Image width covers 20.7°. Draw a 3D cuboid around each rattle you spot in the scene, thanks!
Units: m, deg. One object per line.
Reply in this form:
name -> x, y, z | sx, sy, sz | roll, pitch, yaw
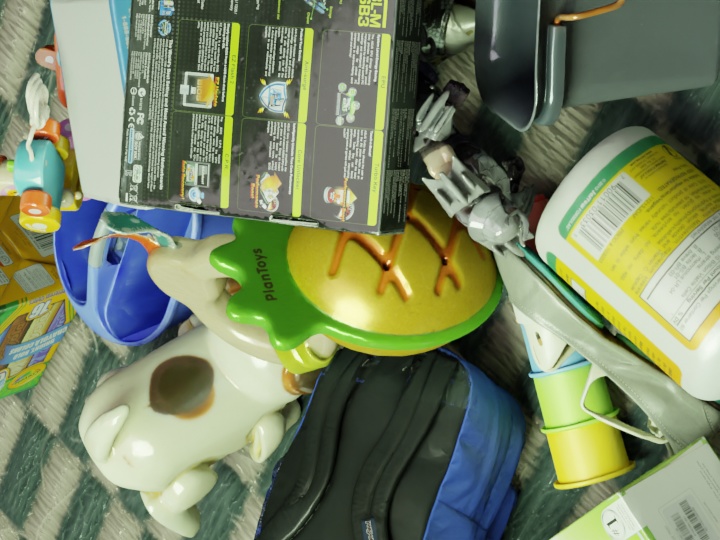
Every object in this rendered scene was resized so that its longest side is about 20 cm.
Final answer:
rattle -> -0.085, -0.027, 1.419 | 0.199, 0.144, 0.130 | 27, 166, 6

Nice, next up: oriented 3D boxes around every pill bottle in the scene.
pill bottle -> 0.216, 0.010, 1.253 | 0.200, 0.112, 0.113 | 43, 127, 22

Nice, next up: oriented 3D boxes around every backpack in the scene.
backpack -> 0.029, 0.156, 1.429 | 0.161, 0.168, 0.202 | 10, 78, 34

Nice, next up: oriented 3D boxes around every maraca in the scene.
maraca -> 0.000, 0.000, 1.314 | 0.108, 0.198, 0.138 | 104, 152, -44

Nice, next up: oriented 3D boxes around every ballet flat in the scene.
ballet flat -> 0.079, -0.201, 1.336 | 0.072, 0.072, 0.201 | 39, 127, 24
ballet flat -> 0.152, 0.056, 1.315 | 0.199, 0.067, 0.064 | 38, 97, -1

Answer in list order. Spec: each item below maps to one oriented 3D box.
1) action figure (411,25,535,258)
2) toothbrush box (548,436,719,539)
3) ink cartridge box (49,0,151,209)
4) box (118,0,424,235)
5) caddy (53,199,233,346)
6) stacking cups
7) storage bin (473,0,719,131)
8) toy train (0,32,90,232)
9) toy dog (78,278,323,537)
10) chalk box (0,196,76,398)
action figure -> 0.058, -0.084, 1.270 | 0.069, 0.130, 0.201 | -33, 50, 0
toothbrush box -> 0.196, 0.221, 1.320 | 0.146, 0.086, 0.200 | 57, 151, 10
ink cartridge box -> -0.094, -0.137, 1.388 | 0.146, 0.198, 0.148 | 13, 115, 64
box -> -0.056, -0.131, 1.228 | 0.191, 0.047, 0.202 | 6, 96, 24
caddy -> -0.174, -0.036, 1.574 | 0.141, 0.105, 0.201 | 39, 126, 26
stacking cups -> 0.136, 0.048, 1.376 | 0.060, 0.060, 0.202 | -18, 88, 42
storage bin -> 0.154, -0.194, 1.208 | 0.146, 0.133, 0.202 | -128, 36, -67
toy train -> -0.237, -0.112, 1.466 | 0.055, 0.200, 0.152 | 1, 110, 7
toy dog -> -0.115, 0.081, 1.522 | 0.199, 0.194, 0.140 | -37, 61, 7
chalk box -> -0.343, 0.041, 1.732 | 0.125, 0.123, 0.201 | 48, 129, 18
